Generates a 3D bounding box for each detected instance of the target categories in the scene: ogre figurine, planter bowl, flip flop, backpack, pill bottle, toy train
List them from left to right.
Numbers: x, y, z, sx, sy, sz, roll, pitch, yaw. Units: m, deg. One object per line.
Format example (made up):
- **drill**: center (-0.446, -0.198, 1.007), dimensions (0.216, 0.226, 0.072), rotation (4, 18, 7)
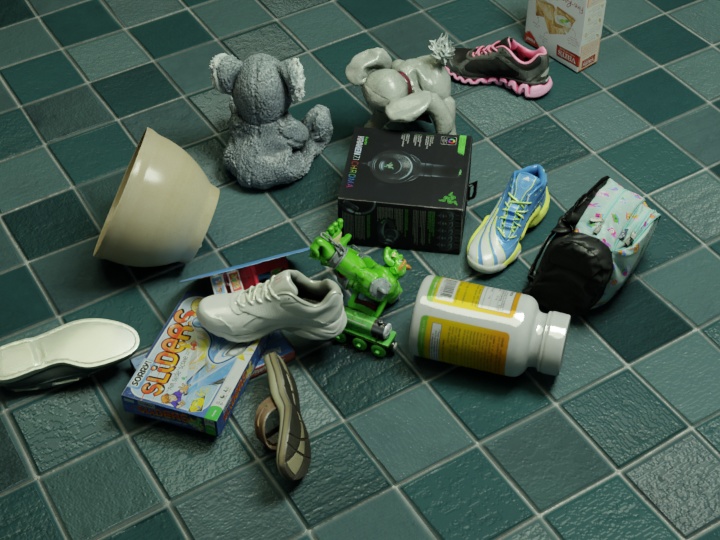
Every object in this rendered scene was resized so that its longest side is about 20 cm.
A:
- **planter bowl**: center (-0.286, -0.087, 1.718), dimensions (0.134, 0.200, 0.201), rotation (23, 43, -14)
- **flip flop**: center (-0.107, 0.187, 1.505), dimensions (0.057, 0.081, 0.200), rotation (-21, 44, 4)
- **toy train**: center (-0.040, 0.064, 1.636), dimensions (0.199, 0.057, 0.042), rotation (19, 48, 19)
- **ogre figurine**: center (0.000, 0.000, 1.642), dimensions (0.120, 0.200, 0.098), rotation (38, 74, 10)
- **pill bottle**: center (0.173, 0.079, 1.579), dimensions (0.199, 0.111, 0.111), rotation (12, 46, 12)
- **backpack**: center (0.333, -0.036, 1.677), dimensions (0.126, 0.167, 0.200), rotation (37, 50, 8)

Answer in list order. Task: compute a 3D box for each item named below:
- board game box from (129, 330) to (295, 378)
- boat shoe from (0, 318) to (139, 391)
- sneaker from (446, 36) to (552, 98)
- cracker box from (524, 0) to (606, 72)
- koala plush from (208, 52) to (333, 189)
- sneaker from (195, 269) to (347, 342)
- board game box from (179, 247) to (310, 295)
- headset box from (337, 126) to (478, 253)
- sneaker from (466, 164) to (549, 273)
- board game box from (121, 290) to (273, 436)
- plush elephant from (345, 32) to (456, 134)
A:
- **board game box**: center (-0.200, 0.120, 1.609), dimensions (0.200, 0.019, 0.103), rotation (-22, 47, -20)
- **boat shoe**: center (-0.392, 0.116, 1.583), dimensions (0.199, 0.062, 0.073), rotation (-13, 61, -9)
- **sneaker**: center (0.235, -0.365, 2.038), dimensions (0.199, 0.096, 0.079), rotation (14, 48, 17)
- **cracker box**: center (0.356, -0.462, 2.057), dimensions (0.058, 0.200, 0.134), rotation (-31, 52, -26)
- **koala plush**: center (-0.146, -0.250, 1.853), dimensions (0.177, 0.200, 0.184), rotation (11, 46, 11)
- **sneaker**: center (-0.116, 0.036, 1.557), dimensions (0.199, 0.100, 0.078), rotation (-3, 46, -7)
- **board game box**: center (-0.153, 0.009, 1.673), dimensions (0.199, 0.039, 0.158), rotation (-15, 3, -17)
- **headset box**: center (0.077, -0.122, 1.796), dimensions (0.199, 0.093, 0.174), rotation (6, 46, 7)
- **sneaker**: center (0.217, -0.087, 1.749), dimensions (0.076, 0.105, 0.200), rotation (21, 48, 21)
- **board game box**: center (-0.210, 0.119, 1.571), dimensions (0.135, 0.035, 0.200), rotation (12, 45, 13)
- **plush elephant**: center (0.064, -0.273, 1.877), dimensions (0.154, 0.200, 0.165), rotation (-19, 55, -24)
